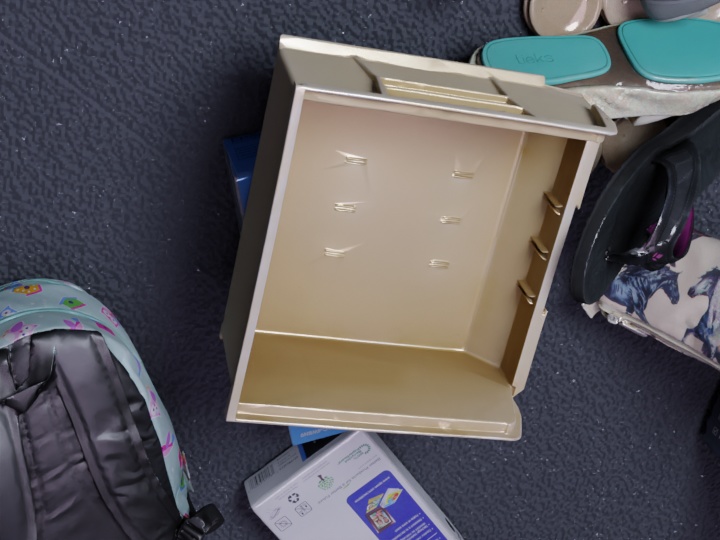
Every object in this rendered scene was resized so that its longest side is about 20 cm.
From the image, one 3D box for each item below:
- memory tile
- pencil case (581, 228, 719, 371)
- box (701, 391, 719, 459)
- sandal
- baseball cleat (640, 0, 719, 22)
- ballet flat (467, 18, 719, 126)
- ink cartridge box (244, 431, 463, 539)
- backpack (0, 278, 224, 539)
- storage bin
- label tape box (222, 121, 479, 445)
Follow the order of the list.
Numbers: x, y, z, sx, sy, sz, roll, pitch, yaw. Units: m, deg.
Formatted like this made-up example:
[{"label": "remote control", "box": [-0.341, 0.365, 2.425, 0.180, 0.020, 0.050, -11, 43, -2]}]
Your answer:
[{"label": "memory tile", "box": [0.178, -0.155, 0.894, 0.151, 0.017, 0.202, -10, 118, -11]}, {"label": "pencil case", "box": [0.248, 0.036, 0.905, 0.090, 0.199, 0.078, -57, 146, -1]}, {"label": "box", "box": [0.365, 0.091, 0.962, 0.122, 0.200, 0.199, 6, 114, -20]}, {"label": "sandal", "box": [0.194, -0.047, 0.853, 0.200, 0.048, 0.076, -42, 141, -35]}, {"label": "baseball cleat", "box": [0.222, -0.226, 0.790, 0.106, 0.070, 0.199, 28, 133, -32]}, {"label": "ballet flat", "box": [0.157, -0.120, 0.871, 0.197, 0.068, 0.063, -3, 145, -10]}, {"label": "ink cartridge box", "box": [0.011, 0.197, 1.005, 0.099, 0.039, 0.201, -35, 118, 3]}, {"label": "backpack", "box": [-0.192, 0.109, 0.855, 0.165, 0.126, 0.202, -21, 119, -18]}, {"label": "storage bin", "box": [0.030, -0.014, 0.799, 0.196, 0.094, 0.202, 6, 115, -16]}, {"label": "label tape box", "box": [0.000, 0.000, 0.892, 0.141, 0.066, 0.202, -14, 121, -8]}]
